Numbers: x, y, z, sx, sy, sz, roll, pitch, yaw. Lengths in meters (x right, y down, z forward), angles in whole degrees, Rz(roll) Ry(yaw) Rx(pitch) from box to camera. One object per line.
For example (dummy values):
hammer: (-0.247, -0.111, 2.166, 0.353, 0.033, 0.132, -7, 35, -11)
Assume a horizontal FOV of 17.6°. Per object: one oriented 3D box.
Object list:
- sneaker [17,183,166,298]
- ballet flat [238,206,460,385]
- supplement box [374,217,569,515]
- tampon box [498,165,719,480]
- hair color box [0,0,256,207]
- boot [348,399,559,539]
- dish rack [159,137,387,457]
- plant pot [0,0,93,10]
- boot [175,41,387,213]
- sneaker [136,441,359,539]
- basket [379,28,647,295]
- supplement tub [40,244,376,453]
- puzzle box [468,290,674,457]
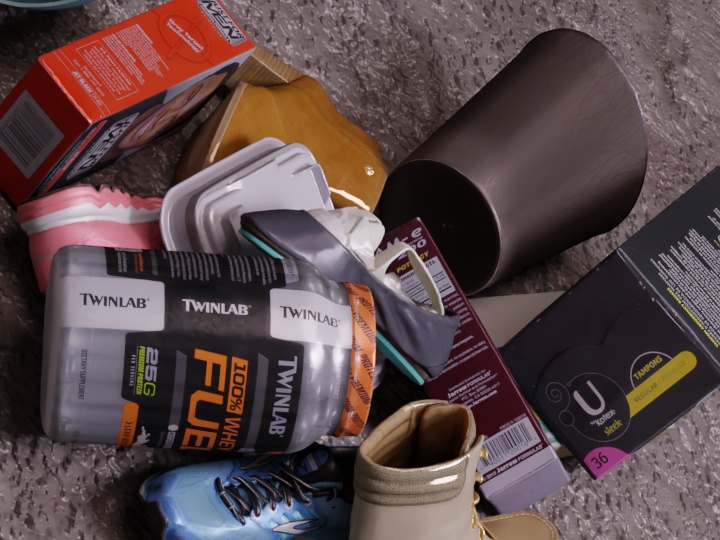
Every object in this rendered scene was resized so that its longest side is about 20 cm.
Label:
sneaker: (-0.147, -0.006, 1.555, 0.199, 0.073, 0.087, 2, 78, -46)
ballet flat: (0.000, 0.000, 1.539, 0.200, 0.073, 0.073, 41, 34, -36)
supplement box: (0.072, 0.071, 1.653, 0.201, 0.061, 0.109, 61, 2, 18)
tampon box: (0.227, 0.039, 1.759, 0.126, 0.150, 0.200, 50, 37, 5)
hair color box: (-0.168, -0.121, 1.593, 0.061, 0.101, 0.200, 50, 37, 4)
boot: (0.064, 0.155, 1.509, 0.199, 0.156, 0.073, -13, 35, -36)
dish rack: (-0.049, 0.016, 1.574, 0.171, 0.043, 0.201, -33, 106, -53)
plant pot: (-0.216, -0.275, 1.639, 0.200, 0.200, 0.135, 51, 1, 5)
boot: (-0.050, -0.079, 1.698, 0.144, 0.071, 0.202, 38, 34, -13)
sneaker: (-0.056, 0.137, 1.480, 0.199, 0.090, 0.079, -6, 61, -46)
basket: (0.116, -0.069, 1.800, 0.135, 0.181, 0.200, 16, 34, 32)
supplement tub: (-0.096, 0.050, 1.438, 0.199, 0.123, 0.123, 3, 50, -10)
puzzle box: (0.147, 0.079, 1.788, 0.199, 0.025, 0.134, -3, 60, -46)
